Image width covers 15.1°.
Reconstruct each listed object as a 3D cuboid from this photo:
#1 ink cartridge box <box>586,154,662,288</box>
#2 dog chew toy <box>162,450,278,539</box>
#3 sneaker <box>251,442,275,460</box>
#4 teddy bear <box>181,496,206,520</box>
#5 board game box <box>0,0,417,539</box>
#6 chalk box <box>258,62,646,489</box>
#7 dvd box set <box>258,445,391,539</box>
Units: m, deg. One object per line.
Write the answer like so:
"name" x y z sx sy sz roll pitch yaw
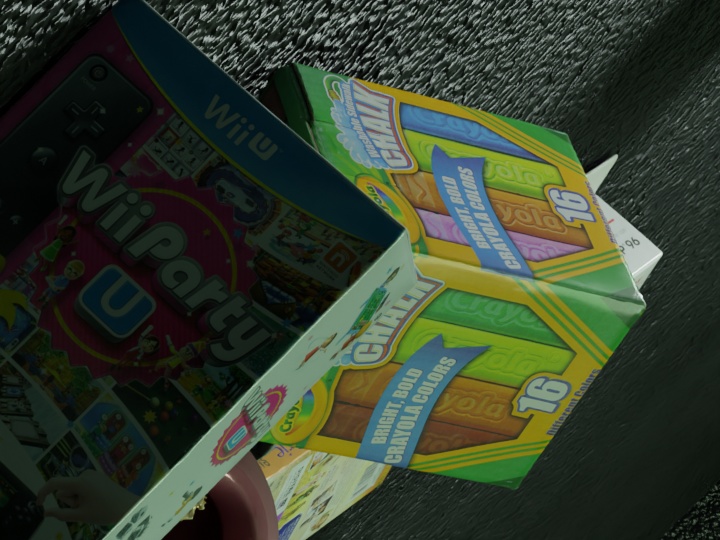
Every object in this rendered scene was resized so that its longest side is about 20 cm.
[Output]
"ink cartridge box" 0.126 0.027 1.825 0.116 0.068 0.200 -34 159 -45
"dog chew toy" -0.127 0.119 1.179 0.200 0.125 0.125 -11 -161 49
"sneaker" -0.020 0.007 1.377 0.200 0.077 0.085 -49 177 34
"teddy bear" -0.093 0.030 1.072 0.200 0.145 0.067 -52 157 -5
"board game box" -0.100 0.019 1.000 0.200 0.148 0.064 -46 163 -10
"chalk box" 0.000 0.000 1.205 0.200 0.124 0.125 11 128 -29
"dvd box set" -0.032 0.126 1.698 0.200 0.029 0.146 -33 159 -43
